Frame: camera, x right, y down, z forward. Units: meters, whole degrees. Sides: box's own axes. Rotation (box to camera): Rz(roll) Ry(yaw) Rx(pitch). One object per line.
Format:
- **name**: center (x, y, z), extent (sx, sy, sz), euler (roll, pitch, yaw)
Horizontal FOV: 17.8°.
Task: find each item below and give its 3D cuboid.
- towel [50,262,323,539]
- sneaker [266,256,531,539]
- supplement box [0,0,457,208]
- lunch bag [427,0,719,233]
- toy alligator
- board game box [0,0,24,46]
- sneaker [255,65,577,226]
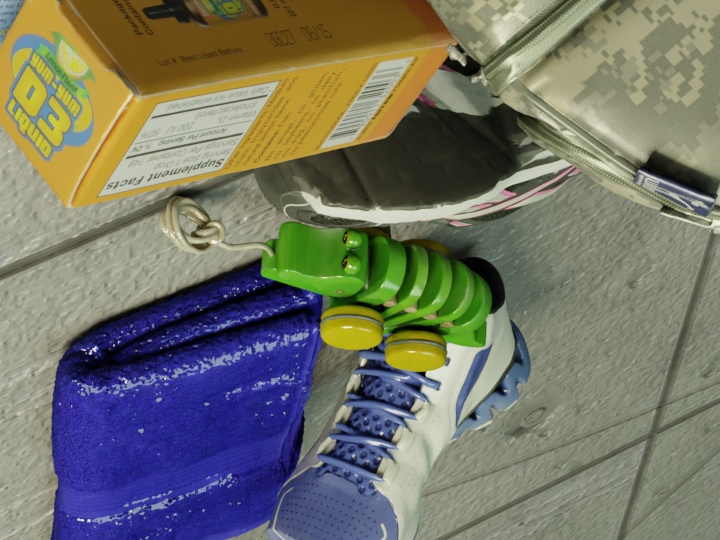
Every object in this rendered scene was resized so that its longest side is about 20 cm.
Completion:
- **towel**: center (-0.086, 0.085, 1.175), extent (0.147, 0.050, 0.200), euler (-23, 150, -22)
- **sneaker**: center (0.017, 0.060, 1.197), extent (0.200, 0.080, 0.115), euler (-50, 149, -32)
- **supplement box**: center (-0.051, -0.082, 0.903), extent (0.200, 0.067, 0.069), euler (-14, 149, -51)
- **lunch bag**: center (0.119, -0.101, 0.916), extent (0.139, 0.168, 0.200), euler (-42, 179, 11)
- **toy alligator**: center (0.000, 0.000, 1.079), extent (0.199, 0.060, 0.054), euler (22, 152, -37)
- **board game box**: center (-0.152, -0.107, 0.840), extent (0.199, 0.019, 0.103), euler (-9, 142, -39)
- **sneaker**: center (0.040, -0.048, 1.065), extent (0.199, 0.081, 0.086), euler (-9, 154, -29)
